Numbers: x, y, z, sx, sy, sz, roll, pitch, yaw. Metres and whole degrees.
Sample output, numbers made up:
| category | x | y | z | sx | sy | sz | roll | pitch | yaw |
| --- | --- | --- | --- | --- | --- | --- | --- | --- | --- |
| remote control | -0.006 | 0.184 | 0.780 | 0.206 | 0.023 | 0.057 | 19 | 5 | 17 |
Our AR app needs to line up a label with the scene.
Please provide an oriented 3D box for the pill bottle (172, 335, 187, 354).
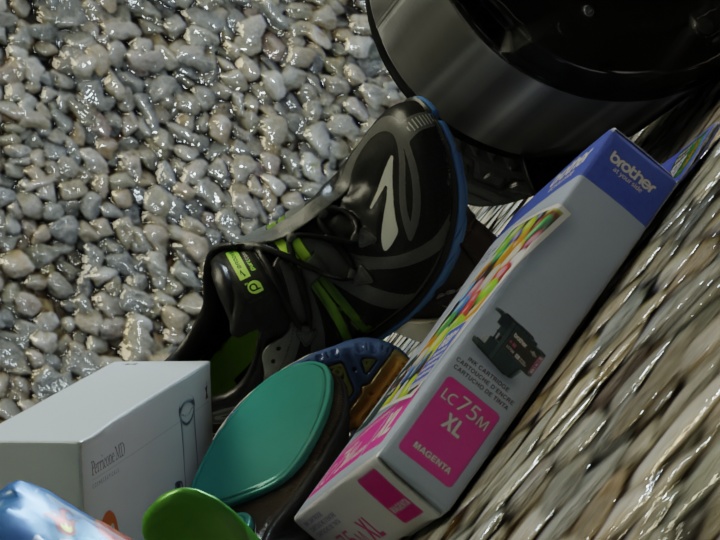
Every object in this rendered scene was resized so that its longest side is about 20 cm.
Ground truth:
| category | x | y | z | sx | sy | sz | roll | pitch | yaw |
| --- | --- | --- | --- | --- | --- | --- | --- | --- | --- |
| pill bottle | -0.070 | 0.082 | 1.561 | 0.200 | 0.111 | 0.111 | -52 | 3 | -27 |

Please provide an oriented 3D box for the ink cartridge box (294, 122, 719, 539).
| category | x | y | z | sx | sy | sz | roll | pitch | yaw |
| --- | --- | --- | --- | --- | --- | --- | --- | --- | --- |
| ink cartridge box | 0.056 | 0.021 | 0.999 | 0.200 | 0.042 | 0.119 | -50 | 2 | -23 |

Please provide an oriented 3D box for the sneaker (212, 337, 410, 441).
| category | x | y | z | sx | sy | sz | roll | pitch | yaw |
| --- | --- | --- | --- | --- | --- | --- | --- | --- | --- |
| sneaker | -0.045 | 0.106 | 1.189 | 0.200 | 0.075 | 0.088 | -49 | 0 | 11 |

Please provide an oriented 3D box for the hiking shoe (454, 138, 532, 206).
| category | x | y | z | sx | sy | sz | roll | pitch | yaw |
| --- | --- | --- | --- | --- | --- | --- | --- | --- | --- |
| hiking shoe | 0.124 | -0.104 | 1.384 | 0.200 | 0.076 | 0.101 | -42 | -6 | -1 |

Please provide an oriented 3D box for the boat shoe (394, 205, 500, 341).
| category | x | y | z | sx | sy | sz | roll | pitch | yaw |
| --- | --- | --- | --- | --- | --- | --- | --- | --- | --- |
| boat shoe | 0.000 | 0.000 | 1.267 | 0.072 | 0.060 | 0.199 | -45 | 22 | -30 |

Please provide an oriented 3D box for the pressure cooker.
| category | x | y | z | sx | sy | sz | roll | pitch | yaw |
| --- | --- | --- | --- | --- | --- | --- | --- | --- | --- |
| pressure cooker | 0.091 | -0.145 | 1.170 | 0.176 | 0.178 | 0.200 | -54 | 4 | -16 |

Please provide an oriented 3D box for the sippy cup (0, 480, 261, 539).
| category | x | y | z | sx | sy | sz | roll | pitch | yaw |
| --- | --- | --- | --- | --- | --- | --- | --- | --- | --- |
| sippy cup | -0.086 | 0.139 | 0.775 | 0.140 | 0.130 | 0.178 | -51 | 3 | 3 |

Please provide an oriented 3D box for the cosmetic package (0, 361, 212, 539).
| category | x | y | z | sx | sy | sz | roll | pitch | yaw |
| --- | --- | --- | --- | --- | --- | --- | --- | --- | --- |
| cosmetic package | -0.105 | 0.126 | 1.049 | 0.200 | 0.051 | 0.152 | -34 | -59 | -77 |

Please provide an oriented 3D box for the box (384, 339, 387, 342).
| category | x | y | z | sx | sy | sz | roll | pitch | yaw |
| --- | --- | --- | --- | --- | --- | --- | --- | --- | --- |
| box | -0.043 | 0.113 | 1.335 | 0.200 | 0.048 | 0.122 | -48 | 5 | 42 |

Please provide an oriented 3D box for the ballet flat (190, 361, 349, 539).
| category | x | y | z | sx | sy | sz | roll | pitch | yaw |
| --- | --- | --- | --- | --- | --- | --- | --- | --- | --- |
| ballet flat | -0.043 | 0.116 | 1.047 | 0.073 | 0.073 | 0.200 | -49 | 7 | 33 |

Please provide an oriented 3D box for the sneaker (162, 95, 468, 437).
| category | x | y | z | sx | sy | sz | roll | pitch | yaw |
| --- | --- | --- | --- | --- | --- | --- | --- | --- | --- |
| sneaker | -0.024 | 0.005 | 1.170 | 0.082 | 0.071 | 0.200 | 14 | -56 | -49 |
